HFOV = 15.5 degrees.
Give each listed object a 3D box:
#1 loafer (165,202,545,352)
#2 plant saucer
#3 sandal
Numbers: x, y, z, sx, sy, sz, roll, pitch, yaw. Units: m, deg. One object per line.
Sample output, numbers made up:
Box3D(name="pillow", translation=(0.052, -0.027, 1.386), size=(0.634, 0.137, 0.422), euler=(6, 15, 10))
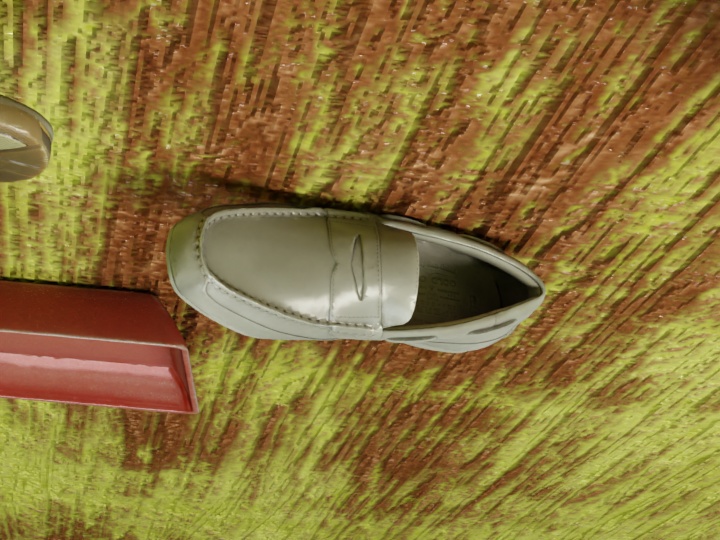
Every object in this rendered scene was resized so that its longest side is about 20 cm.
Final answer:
Box3D(name="loafer", translation=(0.000, 0.000, 1.253), size=(0.200, 0.070, 0.070), euler=(6, 163, -38))
Box3D(name="plant saucer", translation=(-0.194, 0.041, 1.537), size=(0.200, 0.037, 0.200), euler=(6, 166, 0))
Box3D(name="sandal", translation=(-0.178, -0.072, 1.062), size=(0.080, 0.054, 0.200), euler=(17, 177, -24))
